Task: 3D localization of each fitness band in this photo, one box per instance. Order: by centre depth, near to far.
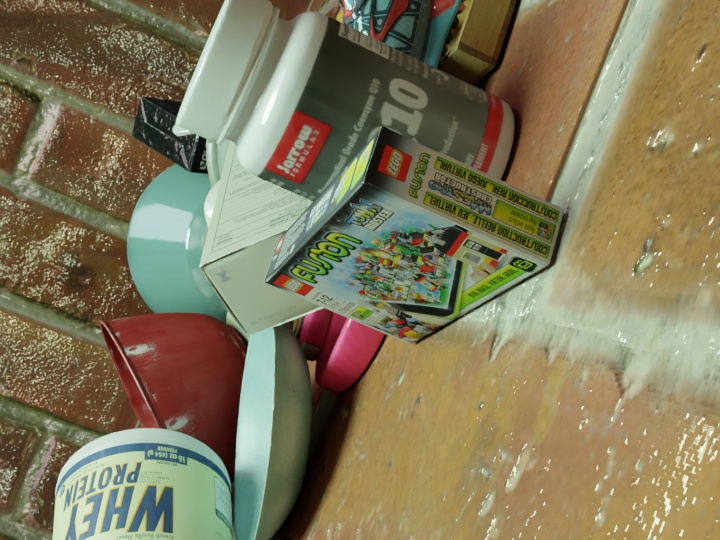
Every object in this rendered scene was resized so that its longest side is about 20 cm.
[{"bbox_3d":[0.000,0.000,0.959,0.144,0.037,0.200,129,159,-52],"label":"fitness band"}]

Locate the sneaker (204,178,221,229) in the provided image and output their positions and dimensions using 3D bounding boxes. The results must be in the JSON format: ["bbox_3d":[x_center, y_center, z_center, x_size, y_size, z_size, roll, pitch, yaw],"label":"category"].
[{"bbox_3d":[-0.065,-0.093,1.114,0.075,0.084,0.200,72,-149,-43],"label":"sneaker"}]

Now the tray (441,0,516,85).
[{"bbox_3d":[0.069,-0.175,0.985,0.200,0.037,0.099,142,149,-68],"label":"tray"}]

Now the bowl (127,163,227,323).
[{"bbox_3d":[-0.141,-0.026,1.326,0.105,0.201,0.201,5,71,55],"label":"bowl"}]

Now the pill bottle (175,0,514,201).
[{"bbox_3d":[-0.011,-0.098,0.792,0.114,0.200,0.114,-157,90,-78],"label":"pill bottle"}]

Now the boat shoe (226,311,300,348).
[{"bbox_3d":[-0.098,0.069,1.200,0.062,0.071,0.200,-31,-13,-19],"label":"boat shoe"}]

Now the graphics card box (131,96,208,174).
[{"bbox_3d":[-0.135,-0.142,1.338,0.125,0.200,0.051,32,111,42],"label":"graphics card box"}]

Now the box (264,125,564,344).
[{"bbox_3d":[0.022,-0.012,0.708,0.200,0.110,0.035,140,151,-66],"label":"box"}]

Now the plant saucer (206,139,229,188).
[{"bbox_3d":[-0.073,-0.125,1.256,0.050,0.200,0.201,6,68,38],"label":"plant saucer"}]

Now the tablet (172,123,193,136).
[{"bbox_3d":[-0.068,-0.175,1.126,0.199,0.014,0.130,-7,34,24],"label":"tablet"}]

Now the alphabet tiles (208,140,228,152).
[{"bbox_3d":[-0.047,-0.168,1.120,0.167,0.008,0.200,-8,35,23],"label":"alphabet tiles"}]

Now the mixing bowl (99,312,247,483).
[{"bbox_3d":[-0.151,0.116,1.124,0.108,0.201,0.200,-25,3,-15],"label":"mixing bowl"}]

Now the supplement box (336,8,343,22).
[{"bbox_3d":[0.061,-0.281,1.046,0.200,0.069,0.067,-59,7,-18],"label":"supplement box"}]

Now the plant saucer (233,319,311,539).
[{"bbox_3d":[-0.066,0.123,0.942,0.201,0.039,0.202,-175,90,-78],"label":"plant saucer"}]

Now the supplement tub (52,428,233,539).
[{"bbox_3d":[-0.169,0.241,0.946,0.145,0.145,0.200,-58,28,36],"label":"supplement tub"}]

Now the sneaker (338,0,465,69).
[{"bbox_3d":[0.016,-0.178,0.907,0.079,0.095,0.200,161,131,-75],"label":"sneaker"}]

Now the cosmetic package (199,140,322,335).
[{"bbox_3d":[-0.052,-0.050,0.935,0.103,0.073,0.200,-20,32,16],"label":"cosmetic package"}]
